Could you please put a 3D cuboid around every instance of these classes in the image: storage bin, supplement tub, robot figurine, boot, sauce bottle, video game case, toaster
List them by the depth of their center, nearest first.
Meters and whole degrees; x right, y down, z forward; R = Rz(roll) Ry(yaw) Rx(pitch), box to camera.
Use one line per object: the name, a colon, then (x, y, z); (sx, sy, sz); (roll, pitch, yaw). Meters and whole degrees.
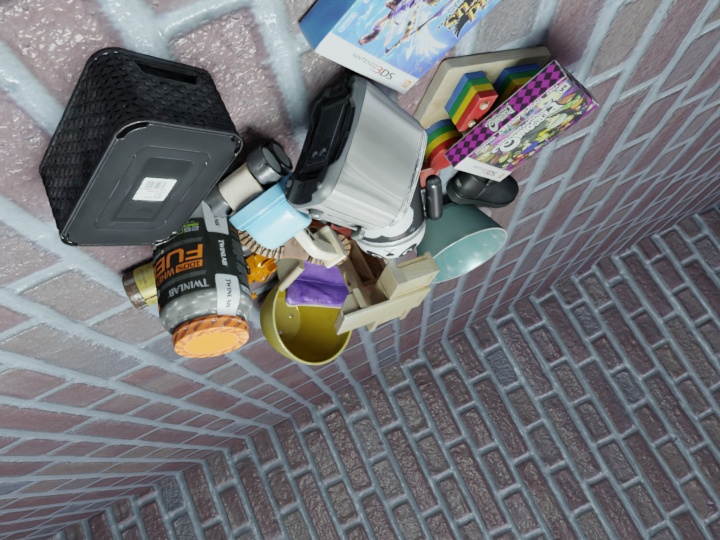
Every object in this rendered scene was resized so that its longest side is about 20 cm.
storage bin: (-0.237, -0.118, 0.607); (0.135, 0.094, 0.200); (-4, 151, -49)
video game case: (0.062, -0.296, 0.617); (0.200, 0.046, 0.181); (-39, 159, 30)
toaster: (0.000, -0.143, 0.709); (0.129, 0.201, 0.114); (24, 165, -34)
supplement tub: (-0.217, 0.008, 0.775); (0.122, 0.200, 0.123); (-14, 154, -7)
video game case: (0.250, -0.218, 0.873); (0.200, 0.036, 0.181); (-38, 160, 30)
robot figurine: (0.035, -0.111, 0.874); (0.125, 0.150, 0.200); (-38, 136, -26)
sauce bottle: (-0.270, -0.005, 0.902); (0.200, 0.065, 0.065); (-23, 161, -10)
boot: (-0.124, -0.066, 0.924); (0.200, 0.107, 0.075); (17, 107, -28)
robot figurine: (-0.219, 0.030, 1.015); (0.145, 0.058, 0.200); (-37, 177, -29)
boot: (0.288, -0.199, 1.128); (0.200, 0.077, 0.168); (-5, 156, -35)

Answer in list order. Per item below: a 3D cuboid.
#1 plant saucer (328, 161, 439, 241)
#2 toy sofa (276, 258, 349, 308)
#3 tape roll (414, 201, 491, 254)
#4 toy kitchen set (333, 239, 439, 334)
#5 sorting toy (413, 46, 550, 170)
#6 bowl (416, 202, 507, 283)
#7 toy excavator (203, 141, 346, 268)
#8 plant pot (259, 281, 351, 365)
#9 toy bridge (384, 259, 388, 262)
plant saucer: (0.028, -0.123, 1.040); (0.199, 0.037, 0.200); (-20, 161, -22)
toy sofa: (-0.061, 0.017, 1.131); (0.200, 0.098, 0.083); (9, 142, -38)
tape roll: (0.212, -0.103, 1.341); (0.202, 0.037, 0.203); (-25, 161, -9)
toy kitchen set: (0.000, 0.000, 0.992); (0.163, 0.181, 0.200); (-19, 159, -23)
sorting toy: (0.184, -0.240, 0.891); (0.200, 0.070, 0.199); (-18, 159, -26)
bowl: (0.196, -0.070, 1.196); (0.200, 0.105, 0.201); (-20, 157, -9)
toy excavator: (-0.101, -0.069, 0.789); (0.100, 0.200, 0.195); (-32, -168, 14)
plant pot: (-0.137, 0.103, 1.217); (0.200, 0.201, 0.142); (-11, 178, -40)
toy bridge: (0.004, -0.037, 1.247); (0.067, 0.027, 0.200); (-40, 157, 31)
